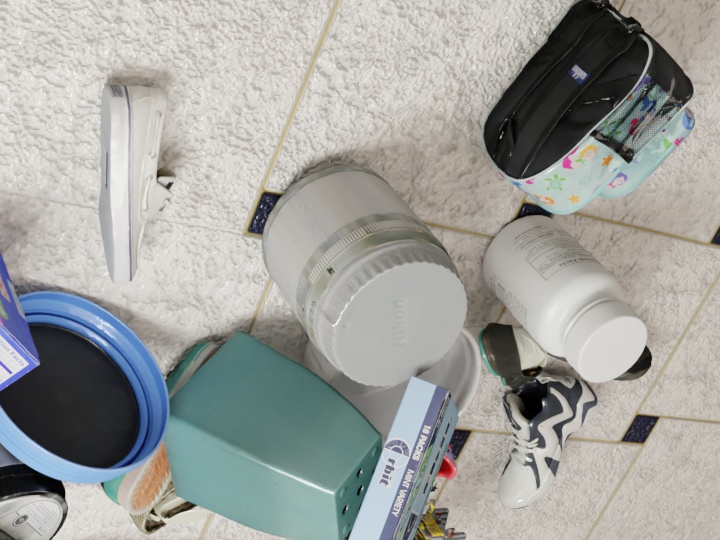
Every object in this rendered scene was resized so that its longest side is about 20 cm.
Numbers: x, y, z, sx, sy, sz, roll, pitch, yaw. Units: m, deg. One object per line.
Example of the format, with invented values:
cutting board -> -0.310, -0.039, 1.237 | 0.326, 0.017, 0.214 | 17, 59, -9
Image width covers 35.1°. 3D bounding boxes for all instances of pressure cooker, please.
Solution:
pressure cooker -> -0.374, 0.211, 1.072 | 0.175, 0.200, 0.179 | 3, 134, -50

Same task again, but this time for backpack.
backpack -> 0.230, -0.159, 1.182 | 0.200, 0.178, 0.150 | -45, 126, 12

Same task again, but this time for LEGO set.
LEGO set -> 0.042, 0.321, 1.408 | 0.153, 0.200, 0.116 | 5, 112, -15

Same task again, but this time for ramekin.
ramekin -> 0.029, 0.109, 1.304 | 0.199, 0.105, 0.201 | -15, 128, -20

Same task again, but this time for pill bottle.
pill bottle -> 0.233, 0.032, 1.297 | 0.114, 0.200, 0.115 | -14, 128, -19

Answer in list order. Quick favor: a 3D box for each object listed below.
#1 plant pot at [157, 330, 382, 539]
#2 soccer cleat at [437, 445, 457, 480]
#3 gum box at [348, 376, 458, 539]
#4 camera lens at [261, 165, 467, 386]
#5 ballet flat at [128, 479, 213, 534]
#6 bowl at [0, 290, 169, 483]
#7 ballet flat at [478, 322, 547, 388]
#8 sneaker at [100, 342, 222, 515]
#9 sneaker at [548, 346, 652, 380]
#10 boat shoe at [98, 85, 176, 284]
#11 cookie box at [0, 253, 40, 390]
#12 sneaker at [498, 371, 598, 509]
plant pot -> -0.083, 0.189, 1.190 | 0.141, 0.199, 0.142 | -46, 147, -37
soccer cleat -> 0.025, 0.240, 1.411 | 0.199, 0.077, 0.067 | -5, 124, -26
gum box -> 0.049, 0.210, 1.175 | 0.200, 0.044, 0.171 | 64, 48, -74
camera lens -> 0.000, 0.000, 1.149 | 0.159, 0.200, 0.161 | -14, 127, -19
ballet flat -> -0.171, 0.245, 1.310 | 0.199, 0.075, 0.068 | -28, 130, -8
bowl -> -0.277, 0.112, 1.087 | 0.200, 0.201, 0.039 | 21, 130, -37
ballet flat -> 0.188, 0.097, 1.366 | 0.068, 0.068, 0.200 | -16, 165, 10
sneaker -> -0.221, 0.158, 1.231 | 0.201, 0.080, 0.071 | -59, 147, -9
sneaker -> 0.322, 0.073, 1.455 | 0.199, 0.076, 0.114 | 21, 117, -31
boat shoe -> -0.208, -0.078, 1.075 | 0.069, 0.071, 0.201 | -5, 117, -22
cookie box -> -0.401, 0.067, 1.002 | 0.200, 0.171, 0.075 | -35, 134, -3
sneaker -> 0.214, 0.216, 1.495 | 0.129, 0.080, 0.200 | 25, 107, -37
